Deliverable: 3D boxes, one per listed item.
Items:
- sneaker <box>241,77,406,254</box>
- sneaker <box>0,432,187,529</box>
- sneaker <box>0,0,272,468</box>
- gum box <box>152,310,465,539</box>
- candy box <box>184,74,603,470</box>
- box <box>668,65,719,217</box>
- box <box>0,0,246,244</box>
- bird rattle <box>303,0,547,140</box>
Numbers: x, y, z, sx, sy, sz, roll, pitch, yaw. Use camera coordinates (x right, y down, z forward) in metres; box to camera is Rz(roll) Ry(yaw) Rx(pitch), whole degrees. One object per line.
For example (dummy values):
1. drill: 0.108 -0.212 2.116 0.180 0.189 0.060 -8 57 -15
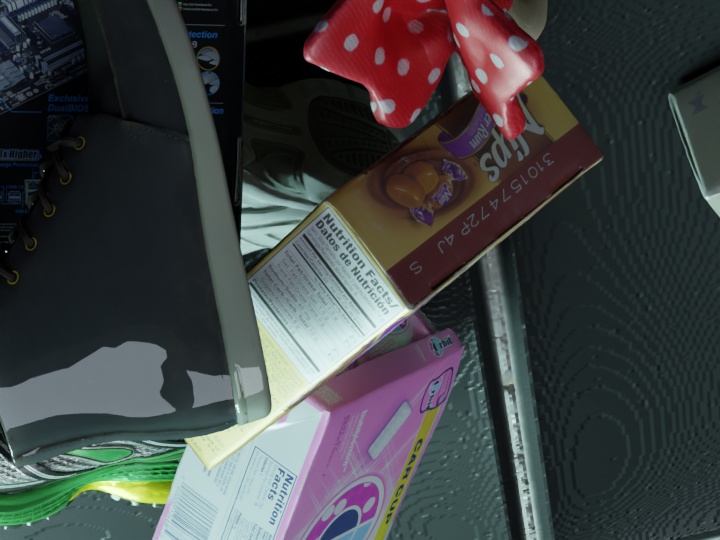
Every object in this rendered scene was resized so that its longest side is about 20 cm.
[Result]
1. sneaker: -0.077 -0.044 1.242 0.200 0.078 0.099 19 136 -33
2. sneaker: -0.138 0.065 1.376 0.200 0.078 0.085 -5 136 -24
3. sneaker: -0.106 -0.030 1.073 0.106 0.200 0.075 -14 179 -8
4. gum box: -0.033 0.106 1.373 0.113 0.066 0.200 -22 140 -53
5. candy box: 0.000 0.000 1.155 0.117 0.056 0.200 -37 179 -34
6. box: 0.225 -0.027 1.355 0.082 0.068 0.200 -27 141 18
7. box: -0.144 -0.076 1.123 0.200 0.159 0.046 0 -174 -16
8. bird rattle: 0.035 -0.140 1.067 0.113 0.200 0.163 -28 164 19
